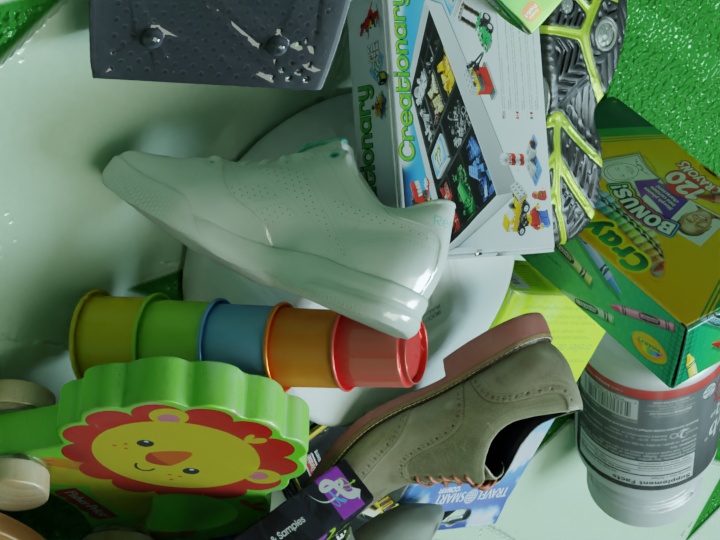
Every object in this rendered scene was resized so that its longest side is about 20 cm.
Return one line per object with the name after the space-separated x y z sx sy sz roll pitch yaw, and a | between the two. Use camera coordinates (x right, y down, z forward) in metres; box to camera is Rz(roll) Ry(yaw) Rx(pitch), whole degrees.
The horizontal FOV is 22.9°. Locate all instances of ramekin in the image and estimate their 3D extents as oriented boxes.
0.000 0.000 1.091 0.200 0.098 0.201 -26 139 -26 | ramekin

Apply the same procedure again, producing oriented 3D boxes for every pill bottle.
0.226 0.105 1.398 0.116 0.116 0.200 -30 141 -21 | pill bottle

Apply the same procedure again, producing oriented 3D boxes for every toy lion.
-0.112 0.107 1.020 0.191 0.069 0.200 -11 149 20 | toy lion

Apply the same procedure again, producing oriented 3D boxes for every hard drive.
-0.063 -0.183 0.866 0.135 0.042 0.200 1 128 -15 | hard drive

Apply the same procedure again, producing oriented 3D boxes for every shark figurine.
0.009 0.205 1.092 0.128 0.215 0.090 -7 123 -7 | shark figurine

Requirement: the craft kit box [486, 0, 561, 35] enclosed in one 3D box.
0.091 -0.261 0.932 0.200 0.049 0.197 -48 122 2 | craft kit box

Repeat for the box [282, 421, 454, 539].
0.019 0.124 1.269 0.160 0.049 0.200 -37 143 -15 | box

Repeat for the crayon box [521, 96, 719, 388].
0.183 -0.023 1.163 0.119 0.200 0.058 -25 140 -27 | crayon box

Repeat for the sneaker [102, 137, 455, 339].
-0.041 -0.037 0.954 0.089 0.200 0.075 -65 160 -6 | sneaker

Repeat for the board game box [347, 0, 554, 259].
0.051 -0.106 1.003 0.126 0.035 0.200 -3 89 -42 | board game box

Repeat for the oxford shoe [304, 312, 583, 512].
0.046 0.109 1.085 0.200 0.075 0.070 -40 159 25 | oxford shoe

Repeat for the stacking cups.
-0.061 0.040 0.994 0.060 0.200 0.061 0 90 -71 | stacking cups

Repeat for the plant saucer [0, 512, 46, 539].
-0.258 0.217 1.024 0.200 0.032 0.201 -6 124 -9 | plant saucer

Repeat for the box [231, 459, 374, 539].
-0.093 0.198 1.046 0.200 0.036 0.143 -29 167 -47 | box

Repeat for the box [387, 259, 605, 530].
0.087 0.087 1.220 0.122 0.048 0.200 3 122 -45 | box

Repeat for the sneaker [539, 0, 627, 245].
0.110 -0.120 1.104 0.075 0.076 0.200 7 95 -41 | sneaker

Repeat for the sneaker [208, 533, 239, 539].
-0.096 0.185 1.204 0.070 0.078 0.200 -28 119 -19 | sneaker
